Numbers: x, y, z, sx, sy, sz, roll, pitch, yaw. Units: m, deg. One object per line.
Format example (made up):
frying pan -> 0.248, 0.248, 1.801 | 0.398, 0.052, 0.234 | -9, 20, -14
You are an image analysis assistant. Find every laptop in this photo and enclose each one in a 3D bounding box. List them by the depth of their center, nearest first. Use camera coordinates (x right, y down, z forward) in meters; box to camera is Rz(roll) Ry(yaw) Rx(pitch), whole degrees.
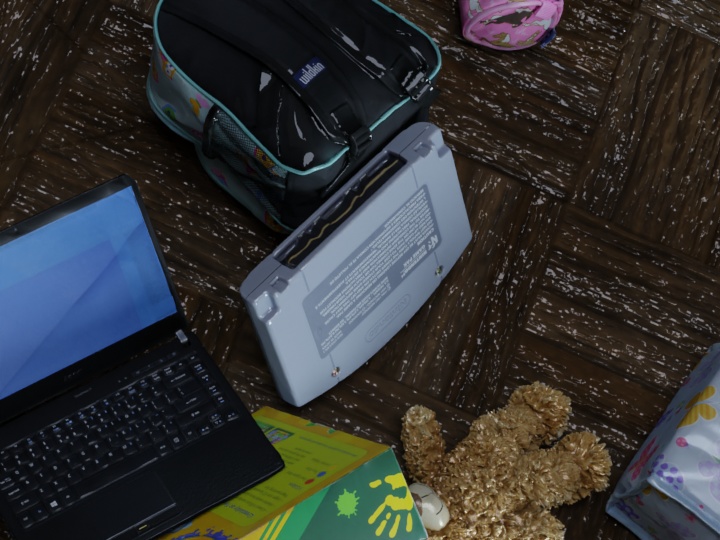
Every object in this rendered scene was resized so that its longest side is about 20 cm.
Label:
laptop -> -0.172, 0.069, 1.309 | 0.176, 0.104, 0.200 | -26, 58, -19

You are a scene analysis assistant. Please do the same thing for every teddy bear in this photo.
teddy bear -> 0.091, 0.153, 1.480 | 0.198, 0.067, 0.146 | -13, 67, -18

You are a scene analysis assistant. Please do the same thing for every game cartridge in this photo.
game cartridge -> 0.000, 0.000, 1.492 | 0.040, 0.134, 0.200 | 27, 60, 39

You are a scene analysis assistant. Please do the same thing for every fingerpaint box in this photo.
fingerpaint box -> -0.077, 0.173, 1.359 | 0.166, 0.199, 0.074 | -29, 106, -23

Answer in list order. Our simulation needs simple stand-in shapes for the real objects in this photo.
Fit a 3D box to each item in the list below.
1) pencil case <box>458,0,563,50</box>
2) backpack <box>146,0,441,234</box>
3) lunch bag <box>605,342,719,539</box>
pencil case -> 0.118, -0.281, 1.670 | 0.086, 0.083, 0.202 | 1, 66, -11
backpack -> -0.061, -0.142, 1.528 | 0.200, 0.154, 0.176 | 42, 65, 10
lunch bag -> 0.312, 0.161, 1.495 | 0.200, 0.127, 0.170 | 40, 67, -1
